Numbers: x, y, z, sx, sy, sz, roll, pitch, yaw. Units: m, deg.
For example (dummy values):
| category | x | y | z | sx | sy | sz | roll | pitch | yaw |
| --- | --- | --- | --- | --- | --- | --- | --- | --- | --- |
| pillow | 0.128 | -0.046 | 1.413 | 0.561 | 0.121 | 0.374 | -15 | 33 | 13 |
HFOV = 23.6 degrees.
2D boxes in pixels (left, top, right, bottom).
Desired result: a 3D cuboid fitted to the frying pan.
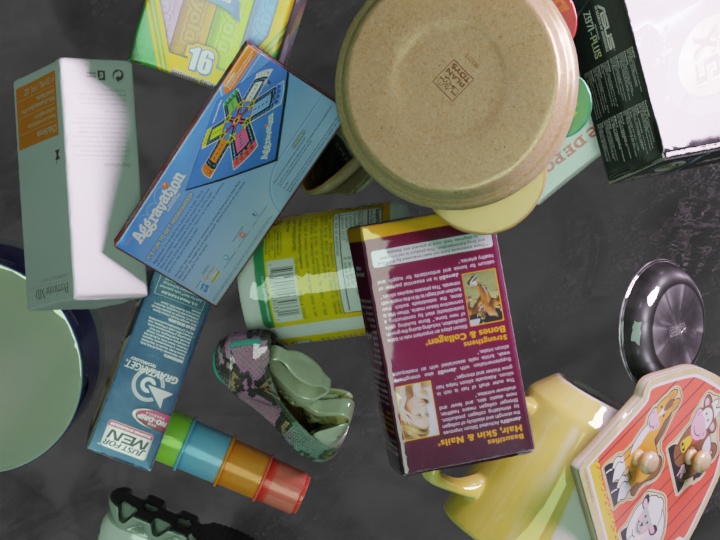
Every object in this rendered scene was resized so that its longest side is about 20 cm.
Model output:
| category | x | y | z | sx | sy | sz | roll | pitch | yaw |
| --- | --- | --- | --- | --- | --- | --- | --- | --- | --- |
| frying pan | 0.255 | 0.085 | 1.480 | 0.031 | 0.114 | 0.192 | 4 | 81 | 45 |

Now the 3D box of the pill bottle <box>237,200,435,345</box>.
| category | x | y | z | sx | sy | sz | roll | pitch | yaw |
| --- | --- | --- | --- | --- | --- | --- | --- | --- | --- |
| pill bottle | 0.000 | 0.000 | 1.488 | 0.198 | 0.113 | 0.114 | -8 | 102 | 7 |

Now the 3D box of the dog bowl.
| category | x | y | z | sx | sy | sz | roll | pitch | yaw |
| --- | --- | --- | --- | --- | --- | --- | --- | --- | --- |
| dog bowl | -0.335 | 0.077 | 1.553 | 0.198 | 0.079 | 0.202 | 1 | 103 | 5 |

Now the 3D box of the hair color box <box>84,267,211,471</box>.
| category | x | y | z | sx | sy | sz | roll | pitch | yaw |
| --- | --- | --- | --- | --- | --- | --- | --- | --- | --- |
| hair color box | -0.177 | 0.067 | 1.492 | 0.060 | 0.100 | 0.202 | 20 | 84 | -9 |

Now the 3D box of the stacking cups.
| category | x | y | z | sx | sy | sz | roll | pitch | yaw |
| --- | --- | --- | --- | --- | --- | --- | --- | --- | --- |
| stacking cups | -0.142 | 0.165 | 1.564 | 0.198 | 0.061 | 0.061 | 24 | 104 | 0 |

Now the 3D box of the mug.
| category | x | y | z | sx | sy | sz | roll | pitch | yaw |
| --- | --- | --- | --- | --- | --- | --- | --- | --- | --- |
| mug | 0.163 | 0.173 | 1.489 | 0.149 | 0.186 | 0.154 | 31 | 96 | 31 |

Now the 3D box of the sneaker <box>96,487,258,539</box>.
| category | x | y | z | sx | sy | sz | roll | pitch | yaw |
| --- | --- | --- | --- | --- | --- | --- | --- | --- | --- |
| sneaker | -0.151 | 0.279 | 1.589 | 0.198 | 0.074 | 0.089 | 23 | 104 | 10 |

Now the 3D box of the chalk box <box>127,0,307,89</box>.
| category | x | y | z | sx | sy | sz | roll | pitch | yaw |
| --- | --- | --- | --- | --- | --- | --- | --- | --- | --- |
| chalk box | -0.101 | -0.257 | 1.433 | 0.123 | 0.124 | 0.202 | 18 | 103 | 0 |

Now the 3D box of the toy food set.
| category | x | y | z | sx | sy | sz | roll | pitch | yaw |
| --- | --- | --- | --- | --- | --- | --- | --- | --- | --- |
| toy food set | 0.078 | -0.144 | 1.326 | 0.199 | 0.049 | 0.199 | 31 | 97 | 14 |

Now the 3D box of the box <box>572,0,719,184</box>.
| category | x | y | z | sx | sy | sz | roll | pitch | yaw |
| --- | --- | --- | --- | --- | --- | --- | --- | --- | --- |
| box | 0.259 | -0.186 | 1.375 | 0.162 | 0.086 | 0.202 | -11 | 84 | -26 |

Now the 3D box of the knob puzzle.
| category | x | y | z | sx | sy | sz | roll | pitch | yaw |
| --- | --- | --- | --- | --- | --- | --- | --- | --- | --- |
| knob puzzle | 0.269 | 0.169 | 1.484 | 0.030 | 0.218 | 0.222 | 21 | 108 | 43 |

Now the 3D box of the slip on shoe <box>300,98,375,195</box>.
| category | x | y | z | sx | sy | sz | roll | pitch | yaw |
| --- | --- | --- | --- | --- | --- | --- | --- | --- | --- |
| slip on shoe | 0.005 | -0.129 | 1.433 | 0.076 | 0.060 | 0.200 | 59 | 144 | 15 |

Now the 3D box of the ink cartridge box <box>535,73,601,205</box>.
| category | x | y | z | sx | sy | sz | roll | pitch | yaw |
| --- | --- | --- | --- | --- | --- | --- | --- | --- | --- |
| ink cartridge box | 0.143 | -0.179 | 1.449 | 0.146 | 0.084 | 0.200 | -38 | 97 | 11 |

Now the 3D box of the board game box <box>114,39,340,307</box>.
| category | x | y | z | sx | sy | sz | roll | pitch | yaw |
| --- | --- | --- | --- | --- | --- | --- | --- | --- | --- |
| board game box | -0.106 | -0.077 | 1.408 | 0.102 | 0.019 | 0.201 | 31 | 104 | -19 |

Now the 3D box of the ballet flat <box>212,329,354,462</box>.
| category | x | y | z | sx | sy | sz | roll | pitch | yaw |
| --- | --- | --- | --- | --- | --- | --- | --- | --- | --- |
| ballet flat | -0.050 | 0.110 | 1.491 | 0.071 | 0.070 | 0.200 | -11 | 144 | 28 |

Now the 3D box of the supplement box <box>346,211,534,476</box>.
| category | x | y | z | sx | sy | sz | roll | pitch | yaw |
| --- | --- | --- | --- | --- | --- | --- | --- | --- | --- |
| supplement box | 0.063 | 0.054 | 1.389 | 0.109 | 0.086 | 0.202 | -10 | 91 | -7 |

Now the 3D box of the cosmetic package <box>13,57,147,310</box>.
| category | x | y | z | sx | sy | sz | roll | pitch | yaw |
| --- | --- | --- | --- | --- | --- | --- | --- | --- | --- |
| cosmetic package | -0.239 | -0.071 | 1.464 | 0.071 | 0.101 | 0.202 | -2 | 84 | -35 |
